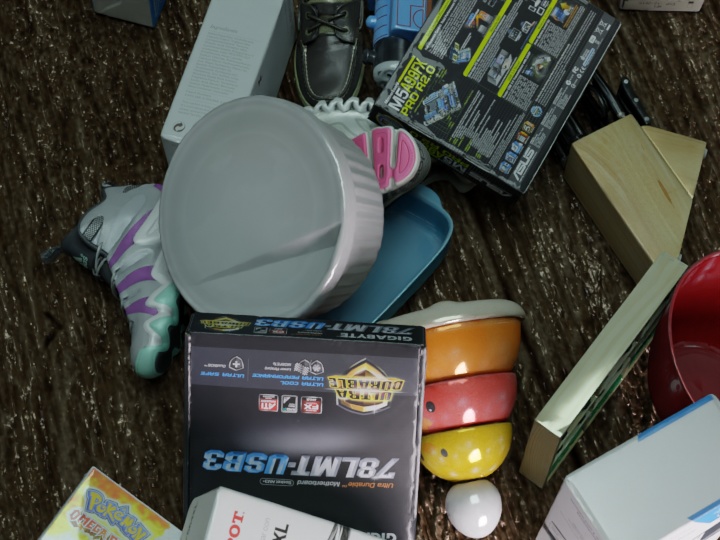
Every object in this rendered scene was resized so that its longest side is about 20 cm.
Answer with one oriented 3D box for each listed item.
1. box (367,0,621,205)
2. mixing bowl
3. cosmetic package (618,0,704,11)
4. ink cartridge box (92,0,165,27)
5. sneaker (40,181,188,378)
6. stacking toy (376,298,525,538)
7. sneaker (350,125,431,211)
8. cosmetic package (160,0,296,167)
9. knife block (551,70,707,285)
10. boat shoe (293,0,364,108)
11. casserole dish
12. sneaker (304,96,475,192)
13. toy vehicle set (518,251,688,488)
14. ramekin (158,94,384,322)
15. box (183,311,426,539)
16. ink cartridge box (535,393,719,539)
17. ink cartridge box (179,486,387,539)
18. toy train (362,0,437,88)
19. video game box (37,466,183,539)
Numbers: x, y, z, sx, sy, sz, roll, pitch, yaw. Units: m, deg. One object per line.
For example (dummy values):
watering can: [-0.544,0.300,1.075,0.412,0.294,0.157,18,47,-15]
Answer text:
box: [0.124,-0.185,1.642,0.160,0.044,0.200,30,74,0]
mixing bowl: [0.324,0.093,1.547,0.200,0.108,0.200,12,61,-21]
cosmetic package: [0.303,-0.371,1.794,0.087,0.103,0.200,2,62,-2]
ink cartridge box: [-0.206,-0.358,1.764,0.067,0.116,0.200,15,64,6]
sneaker: [-0.224,0.005,1.613,0.140,0.078,0.200,6,54,3]
stacking toy: [0.088,0.131,1.541,0.146,0.146,0.200,-10,80,-7]
sneaker: [-0.019,-0.076,1.622,0.200,0.087,0.074,-21,78,28]
cosmetic package: [-0.121,-0.176,1.685,0.074,0.102,0.200,14,66,9]
knife block: [0.228,-0.089,1.674,0.175,0.064,0.200,15,65,7]
boat shoe: [-0.032,-0.245,1.739,0.073,0.065,0.200,-3,62,6]
casserole dish: [0.000,0.000,1.624,0.121,0.039,0.200,30,64,32]
sneaker: [0.022,-0.116,1.680,0.200,0.075,0.081,2,74,1]
toy vehicle set: [0.210,0.087,1.553,0.027,0.124,0.200,34,68,14]
ramekin: [-0.070,-0.045,1.544,0.202,0.094,0.203,-2,86,32]
box: [-0.048,0.139,1.493,0.200,0.199,0.050,4,20,0]
ink cartridge box: [0.232,0.199,1.457,0.145,0.200,0.084,-28,70,-14]
ink cartridge box: [-0.053,0.275,1.436,0.200,0.084,0.146,19,70,-15]
toy train: [0.061,-0.247,1.728,0.114,0.087,0.200,7,62,-6]
video game box: [-0.195,0.292,1.455,0.200,0.047,0.182,37,65,-4]
